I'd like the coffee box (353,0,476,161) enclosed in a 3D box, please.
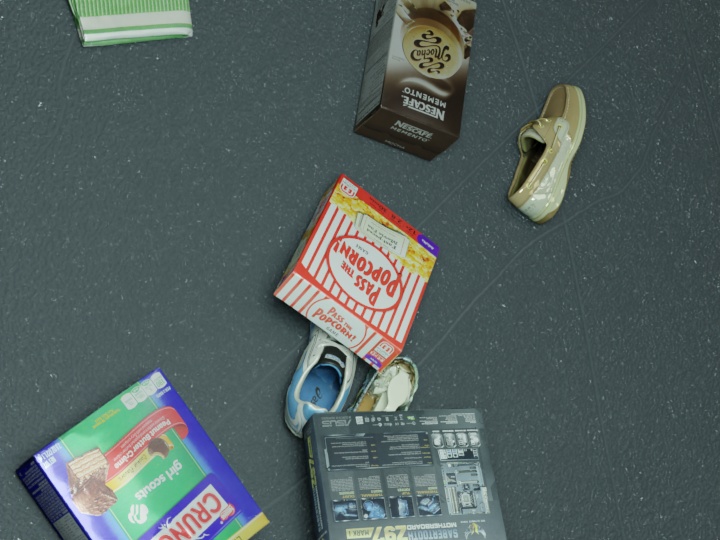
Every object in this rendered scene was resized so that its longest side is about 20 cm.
[{"bbox_3d":[0.070,-0.253,1.816,0.112,0.080,0.202,18,64,-20],"label":"coffee box"}]

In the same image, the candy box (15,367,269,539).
[{"bbox_3d":[-0.221,0.231,1.488,0.169,0.077,0.201,-36,90,-33],"label":"candy box"}]

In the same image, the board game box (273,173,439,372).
[{"bbox_3d":[0.000,0.000,1.668,0.151,0.046,0.201,36,39,-11],"label":"board game box"}]

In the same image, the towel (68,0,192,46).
[{"bbox_3d":[-0.284,-0.359,1.714,0.152,0.023,0.202,-10,75,-30],"label":"towel"}]

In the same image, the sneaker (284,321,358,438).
[{"bbox_3d":[-0.030,0.094,1.637,0.071,0.072,0.201,27,55,-14],"label":"sneaker"}]

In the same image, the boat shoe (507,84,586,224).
[{"bbox_3d":[0.236,-0.160,1.869,0.066,0.074,0.201,26,61,-22],"label":"boat shoe"}]

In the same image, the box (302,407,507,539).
[{"bbox_3d":[0.046,0.229,1.550,0.198,0.051,0.159,-1,62,-19],"label":"box"}]

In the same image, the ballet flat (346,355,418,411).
[{"bbox_3d":[0.011,0.176,1.632,0.074,0.074,0.201,31,61,-13],"label":"ballet flat"}]
